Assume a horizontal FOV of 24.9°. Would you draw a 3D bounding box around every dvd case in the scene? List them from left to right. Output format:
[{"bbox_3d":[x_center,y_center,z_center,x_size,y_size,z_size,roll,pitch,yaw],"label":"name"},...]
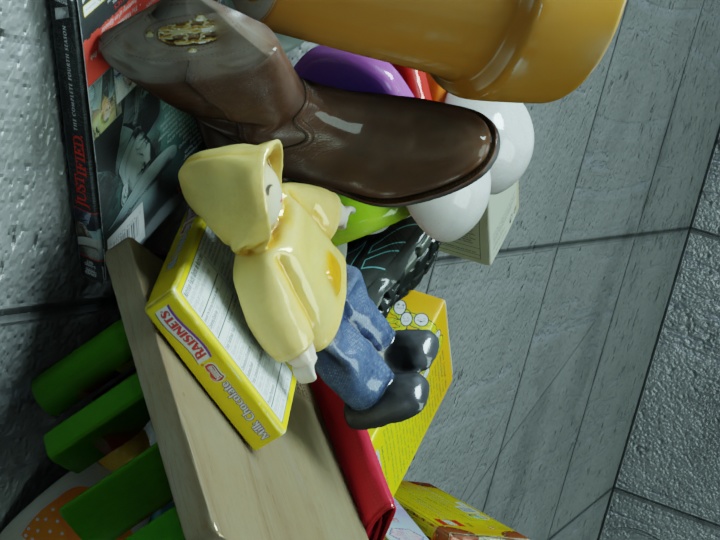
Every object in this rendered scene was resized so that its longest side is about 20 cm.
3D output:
[{"bbox_3d":[-0.120,-0.112,0.918,0.146,0.022,0.201,-53,152,-43],"label":"dvd case"}]

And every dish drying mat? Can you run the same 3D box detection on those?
[{"bbox_3d":[-0.019,0.087,1.044,0.077,0.018,0.201,109,-31,-47],"label":"dish drying mat"}]

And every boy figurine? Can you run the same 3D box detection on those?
[{"bbox_3d":[-0.029,-0.003,0.918,0.201,0.064,0.125,55,36,-34],"label":"boy figurine"}]

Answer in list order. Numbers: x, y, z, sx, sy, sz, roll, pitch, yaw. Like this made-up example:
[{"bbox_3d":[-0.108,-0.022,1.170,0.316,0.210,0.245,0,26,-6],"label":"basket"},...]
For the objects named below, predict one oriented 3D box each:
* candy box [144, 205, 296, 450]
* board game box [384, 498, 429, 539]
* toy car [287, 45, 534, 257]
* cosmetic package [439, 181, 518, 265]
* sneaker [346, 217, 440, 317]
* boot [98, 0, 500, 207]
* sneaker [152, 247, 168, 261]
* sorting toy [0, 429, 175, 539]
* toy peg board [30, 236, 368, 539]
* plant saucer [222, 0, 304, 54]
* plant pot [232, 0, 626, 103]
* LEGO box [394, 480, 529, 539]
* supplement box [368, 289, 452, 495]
[{"bbox_3d":[-0.070,0.014,0.948,0.026,0.102,0.200,-34,-163,16],"label":"candy box"},{"bbox_3d":[-0.011,0.278,1.353,0.199,0.041,0.202,-138,-121,-64],"label":"board game box"},{"bbox_3d":[0.010,-0.092,1.132,0.200,0.174,0.151,-44,112,-53],"label":"toy car"},{"bbox_3d":[0.072,-0.103,1.333,0.201,0.103,0.073,84,29,-52],"label":"cosmetic package"},{"bbox_3d":[0.000,0.000,1.230,0.201,0.079,0.076,-53,165,-28],"label":"sneaker"},{"bbox_3d":[-0.027,-0.095,0.890,0.200,0.184,0.065,51,39,-69],"label":"boot"},{"bbox_3d":[-0.102,0.069,1.051,0.087,0.080,0.201,-53,150,-19],"label":"sneaker"},{"bbox_3d":[-0.094,0.200,0.999,0.107,0.180,0.200,-49,159,-3],"label":"sorting toy"},{"bbox_3d":[-0.090,0.121,0.921,0.097,0.201,0.199,-32,141,13],"label":"toy peg board"},{"bbox_3d":[-0.030,-0.222,1.026,0.200,0.050,0.202,-53,153,-43],"label":"plant saucer"},{"bbox_3d":[0.026,-0.196,0.906,0.181,0.200,0.202,-1,116,-23],"label":"plant pot"},{"bbox_3d":[0.053,0.269,1.358,0.200,0.076,0.151,-165,-96,-67],"label":"LEGO box"},{"bbox_3d":[-0.017,0.113,1.270,0.110,0.108,0.201,81,32,-52],"label":"supplement box"}]
